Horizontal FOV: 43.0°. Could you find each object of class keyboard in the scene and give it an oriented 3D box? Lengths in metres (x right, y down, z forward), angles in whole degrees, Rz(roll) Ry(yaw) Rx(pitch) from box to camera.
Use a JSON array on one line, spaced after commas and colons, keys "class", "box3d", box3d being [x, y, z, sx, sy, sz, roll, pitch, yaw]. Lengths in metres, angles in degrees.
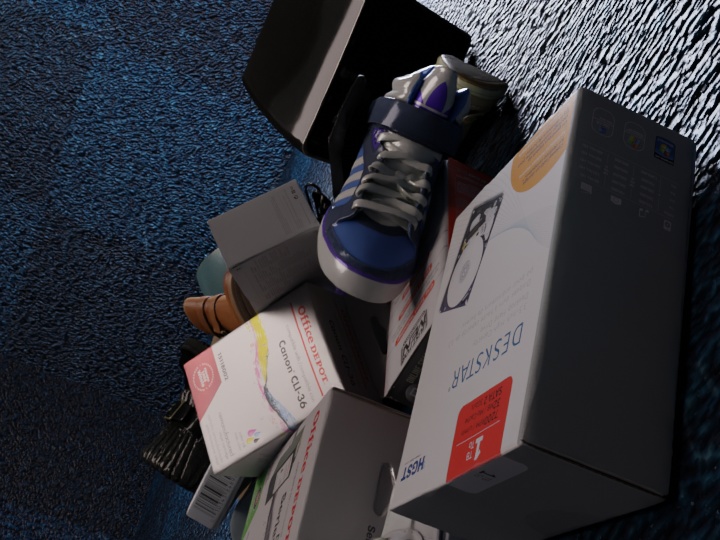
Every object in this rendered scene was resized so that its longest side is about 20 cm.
[{"class": "keyboard", "box3d": [-0.023, -0.081, 0.821, 0.201, 0.039, 0.105, 86, -159, -63]}]

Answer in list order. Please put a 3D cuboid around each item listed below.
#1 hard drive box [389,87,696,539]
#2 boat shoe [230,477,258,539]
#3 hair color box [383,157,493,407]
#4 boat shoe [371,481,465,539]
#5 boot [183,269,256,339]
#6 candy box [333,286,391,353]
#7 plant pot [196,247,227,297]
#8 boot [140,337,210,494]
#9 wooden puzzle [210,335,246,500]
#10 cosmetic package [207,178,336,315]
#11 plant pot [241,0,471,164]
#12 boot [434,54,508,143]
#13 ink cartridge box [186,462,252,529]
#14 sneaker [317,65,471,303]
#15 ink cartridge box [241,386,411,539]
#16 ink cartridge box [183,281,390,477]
[{"class": "hard drive box", "box3d": [0.098, 0.032, 0.494, 0.156, 0.076, 0.202, 130, 159, -58]}, {"class": "boat shoe", "box3d": [-0.078, 0.221, 1.007, 0.202, 0.070, 0.091, -63, 0, 27]}, {"class": "hair color box", "box3d": [0.069, 0.008, 0.711, 0.201, 0.061, 0.102, -82, 18, -54]}, {"class": "boat shoe", "box3d": [0.021, 0.194, 0.566, 0.201, 0.066, 0.074, -85, 21, -56]}, {"class": "boot", "box3d": [-0.151, 0.048, 1.080, 0.074, 0.153, 0.201, -60, -35, -25]}, {"class": "candy box", "box3d": [0.000, 0.000, 0.978, 0.169, 0.071, 0.200, -63, 17, 15]}, {"class": "plant pot", "box3d": [-0.108, 0.041, 1.238, 0.200, 0.198, 0.136, -50, 56, 56]}, {"class": "boot", "box3d": [-0.202, 0.170, 1.098, 0.159, 0.079, 0.211, -62, 19, -9]}, {"class": "wooden puzzle", "box3d": [-0.156, 0.200, 1.211, 0.200, 0.037, 0.187, 39, 118, 36]}, {"class": "cosmetic package", "box3d": [-0.073, -0.010, 0.813, 0.082, 0.051, 0.200, -28, -15, -6]}, {"class": "plant pot", "box3d": [-0.020, -0.239, 1.085, 0.177, 0.199, 0.201, 33, 103, 38]}, {"class": "boot", "box3d": [0.078, -0.132, 0.913, 0.200, 0.071, 0.156, -93, 28, -76]}, {"class": "ink cartridge box", "box3d": [-0.110, 0.164, 1.003, 0.201, 0.040, 0.200, -63, -3, 0]}, {"class": "sneaker", "box3d": [0.030, -0.084, 0.699, 0.201, 0.080, 0.148, -73, 4, -58]}, {"class": "ink cartridge box", "box3d": [-0.037, 0.212, 0.762, 0.200, 0.083, 0.147, 125, 163, -47]}, {"class": "ink cartridge box", "box3d": [-0.059, 0.093, 0.839, 0.199, 0.067, 0.117, -34, 62, 20]}]
